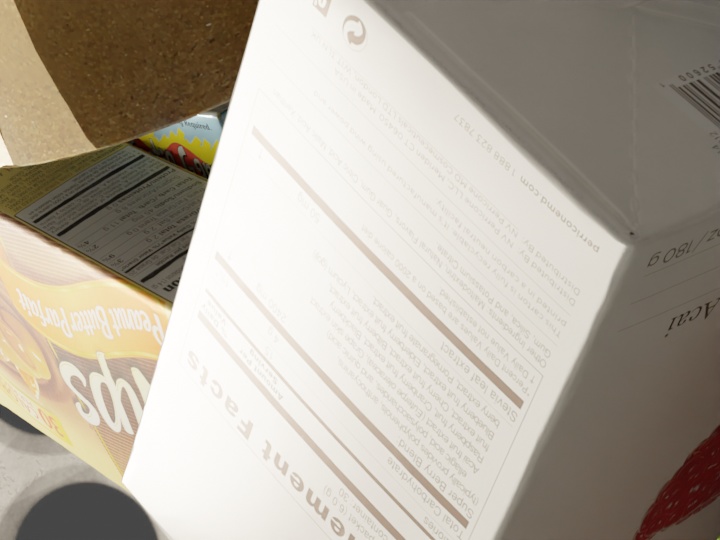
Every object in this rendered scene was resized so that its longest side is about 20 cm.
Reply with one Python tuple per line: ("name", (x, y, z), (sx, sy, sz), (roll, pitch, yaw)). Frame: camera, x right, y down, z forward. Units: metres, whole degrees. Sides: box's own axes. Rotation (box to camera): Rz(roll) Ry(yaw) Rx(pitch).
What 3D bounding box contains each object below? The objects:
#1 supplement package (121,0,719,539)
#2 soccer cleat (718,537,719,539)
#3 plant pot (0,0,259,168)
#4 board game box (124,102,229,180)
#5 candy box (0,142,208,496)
("supplement package", (0.037, 0.010, 0.562), (0.120, 0.121, 0.200), (46, 139, 26))
("soccer cleat", (0.170, 0.135, 0.960), (0.200, 0.068, 0.081), (-4, 149, 37))
("plant pot", (-0.082, -0.162, 0.625), (0.200, 0.186, 0.186), (63, 171, -22))
("board game box", (0.000, 0.000, 0.777), (0.105, 0.103, 0.200), (17, 136, 54))
("candy box", (-0.074, 0.019, 0.741), (0.200, 0.055, 0.115), (24, 142, 49))
